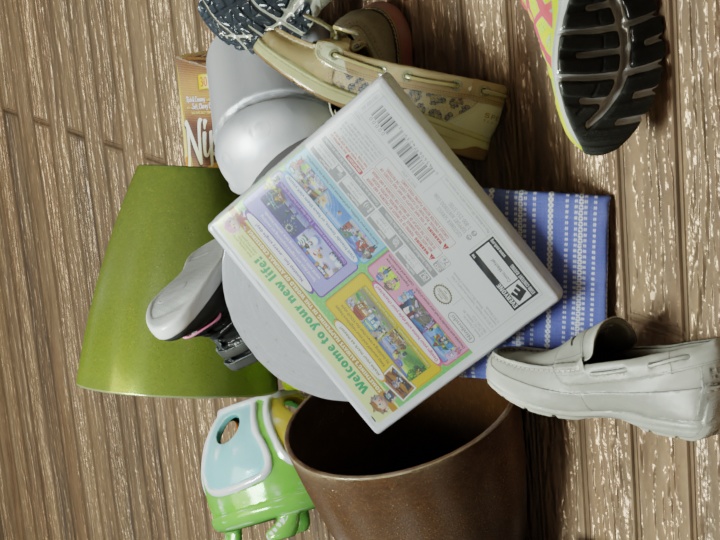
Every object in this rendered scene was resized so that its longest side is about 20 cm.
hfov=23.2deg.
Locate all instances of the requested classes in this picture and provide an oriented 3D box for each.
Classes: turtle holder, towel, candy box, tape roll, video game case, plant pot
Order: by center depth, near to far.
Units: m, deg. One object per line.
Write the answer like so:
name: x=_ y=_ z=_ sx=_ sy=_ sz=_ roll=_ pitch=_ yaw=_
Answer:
video game case: x=0.016 y=-0.009 z=1.255 sx=0.182 sy=0.022 sz=0.200 roll=-38 pitch=94 yaw=25
towel: x=0.081 y=0.009 z=1.264 sx=0.198 sy=0.024 sz=0.147 roll=4 pitch=110 yaw=17
tape roll: x=-0.003 y=-0.003 z=1.333 sx=0.066 sy=0.198 sz=0.203 roll=-73 pitch=-17 yaw=-67
plant pot: x=0.055 y=0.192 z=1.375 sx=0.186 sy=0.186 sz=0.202 roll=26 pitch=137 yaw=56
plant pot: x=-0.163 y=0.006 z=1.601 sx=0.187 sy=0.185 sz=0.203 roll=7 pitch=95 yaw=61
turtle holder: x=-0.072 y=0.179 z=1.624 sx=0.185 sy=0.140 sz=0.133 roll=-30 pitch=74 yaw=63
candy box: x=-0.122 y=-0.104 z=1.688 sx=0.115 sy=0.055 sz=0.202 roll=23 pitch=123 yaw=55

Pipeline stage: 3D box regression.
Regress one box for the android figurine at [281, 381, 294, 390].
android figurine: x=-0.065 y=0.025 z=1.582 sx=0.201 sy=0.041 sz=0.183 roll=75 pitch=-174 yaw=-46

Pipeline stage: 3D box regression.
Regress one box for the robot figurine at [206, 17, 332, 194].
robot figurine: x=-0.071 y=-0.139 z=1.483 sx=0.170 sy=0.112 sz=0.202 roll=-52 pitch=36 yaw=44

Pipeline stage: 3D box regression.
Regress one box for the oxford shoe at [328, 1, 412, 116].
oxford shoe: x=0.003 y=-0.111 z=1.413 sx=0.070 sy=0.074 sz=0.202 roll=1 pitch=105 yaw=38

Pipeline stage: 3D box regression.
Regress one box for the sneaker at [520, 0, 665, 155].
sneaker: x=0.142 y=-0.175 z=1.152 sx=0.090 sy=0.077 sz=0.203 roll=174 pitch=89 yaw=-70

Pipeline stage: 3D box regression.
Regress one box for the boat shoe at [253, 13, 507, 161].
boat shoe: x=0.015 y=-0.146 z=1.324 sx=0.198 sy=0.073 sz=0.063 roll=24 pitch=98 yaw=10

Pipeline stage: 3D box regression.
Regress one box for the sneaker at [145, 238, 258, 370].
sneaker: x=-0.109 y=0.039 z=1.408 sx=0.100 sy=0.070 sz=0.200 roll=60 pitch=-165 yaw=-11

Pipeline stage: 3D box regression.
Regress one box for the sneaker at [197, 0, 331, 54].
sneaker: x=-0.045 y=-0.244 z=1.413 sx=0.199 sy=0.087 sz=0.078 roll=-21 pitch=122 yaw=35

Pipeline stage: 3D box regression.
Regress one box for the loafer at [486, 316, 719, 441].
loafer: x=0.167 y=0.064 z=1.181 sx=0.199 sy=0.070 sz=0.071 roll=5 pitch=105 yaw=42
